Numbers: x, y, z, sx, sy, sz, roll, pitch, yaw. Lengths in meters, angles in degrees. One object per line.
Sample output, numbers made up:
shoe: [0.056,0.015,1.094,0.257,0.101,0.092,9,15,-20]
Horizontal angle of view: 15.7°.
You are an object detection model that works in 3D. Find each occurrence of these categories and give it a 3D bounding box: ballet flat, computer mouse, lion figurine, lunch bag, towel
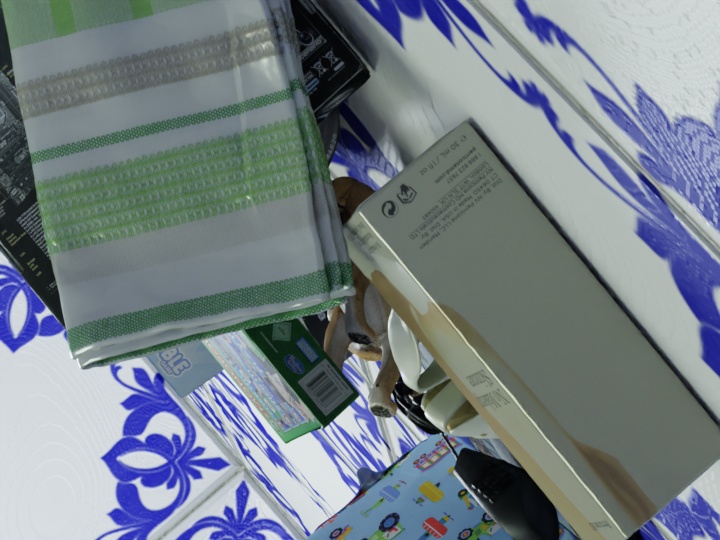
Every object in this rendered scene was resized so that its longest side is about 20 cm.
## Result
ballet flat: [0.056,0.049,1.443,0.067,0.070,0.200,44,169,45]
computer mouse: [0.073,0.115,1.658,0.059,0.034,0.200,37,-173,-39]
lion figurine: [0.000,0.000,1.459,0.072,0.123,0.200,11,152,10]
lunch bag: [0.047,0.187,1.781,0.200,0.150,0.094,39,166,50]
towel: [-0.093,-0.065,1.258,0.031,0.148,0.202,4,-108,-77]

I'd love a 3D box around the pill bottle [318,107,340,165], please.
pill bottle: [-0.067,-0.076,1.436,0.106,0.106,0.200,50,170,1]

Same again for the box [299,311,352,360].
box: [-0.082,-0.038,1.836,0.200,0.050,0.158,45,168,30]

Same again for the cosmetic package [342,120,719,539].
cosmetic package: [0.080,0.032,1.255,0.200,0.071,0.105,50,170,2]

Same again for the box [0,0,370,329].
box: [-0.120,-0.094,1.308,0.160,0.200,0.044,48,-177,5]

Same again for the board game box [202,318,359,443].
board game box: [-0.084,0.004,1.401,0.200,0.029,0.135,51,169,-1]

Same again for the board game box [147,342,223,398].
board game box: [-0.178,-0.040,1.747,0.200,0.043,0.199,54,-176,-34]

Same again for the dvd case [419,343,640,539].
dvd case: [0.103,0.110,1.625,0.200,0.018,0.143,39,165,50]
